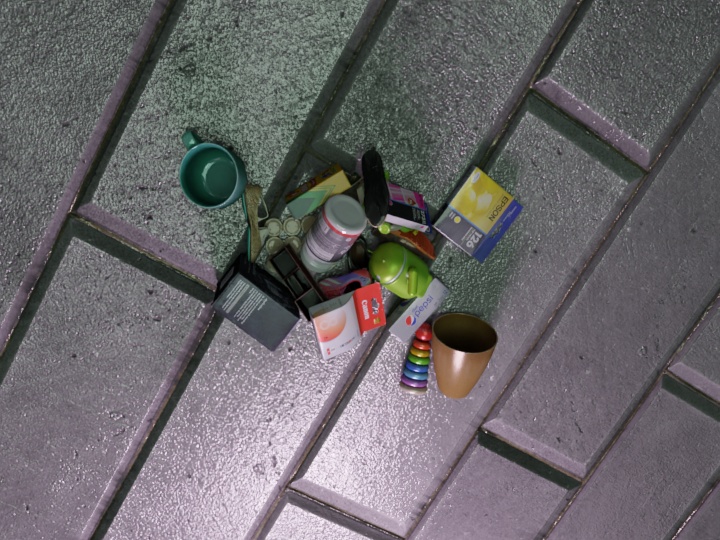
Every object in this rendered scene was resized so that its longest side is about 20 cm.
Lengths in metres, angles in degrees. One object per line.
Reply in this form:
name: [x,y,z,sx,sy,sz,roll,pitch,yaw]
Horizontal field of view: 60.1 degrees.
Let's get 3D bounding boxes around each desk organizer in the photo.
desk organizer: [-0.161,0.033,1.628,0.071,0.077,0.201,-35,92,4]

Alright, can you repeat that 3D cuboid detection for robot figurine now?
robot figurine: [0.103,0.000,1.652,0.199,0.175,0.117,31,89,-39]

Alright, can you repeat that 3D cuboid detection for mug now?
mug: [-0.357,-0.247,1.536,0.149,0.114,0.189,1,94,6]

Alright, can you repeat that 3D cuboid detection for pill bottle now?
pill bottle: [-0.074,-0.089,1.573,0.114,0.117,0.200,24,139,-14]

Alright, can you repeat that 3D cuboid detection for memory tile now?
memory tile: [-0.158,-0.072,1.675,0.196,0.017,0.156,-5,107,-8]

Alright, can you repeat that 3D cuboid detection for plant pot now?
plant pot: [0.280,0.257,1.764,0.182,0.187,0.203,1,119,-8]

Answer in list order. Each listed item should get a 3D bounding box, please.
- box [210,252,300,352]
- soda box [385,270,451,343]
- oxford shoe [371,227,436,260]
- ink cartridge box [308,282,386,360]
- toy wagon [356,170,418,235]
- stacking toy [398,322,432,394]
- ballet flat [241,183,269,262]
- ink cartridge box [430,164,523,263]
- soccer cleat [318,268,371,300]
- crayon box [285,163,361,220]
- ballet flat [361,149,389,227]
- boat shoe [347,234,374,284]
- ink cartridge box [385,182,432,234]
box: [-0.268,0.078,1.609,0.199,0.197,0.118,39,97,-17]
soda box: [0.159,0.102,1.748,0.068,0.064,0.201,38,98,-18]
oxford shoe: [0.119,-0.080,1.697,0.198,0.072,0.073,32,127,-18]
ink cartridge box: [-0.025,0.134,1.615,0.197,0.050,0.164,-19,132,-8]
toy wagon: [0.075,-0.162,1.620,0.200,0.156,0.039,44,136,-18]
stacking toy: [0.166,0.248,1.789,0.084,0.085,0.204,7,100,-10]
ballet flat: [-0.269,-0.123,1.610,0.064,0.070,0.204,-6,102,-15]
ink cartridge box: [0.326,-0.148,1.709,0.199,0.047,0.199,34,98,-14]
soccer cleat: [-0.058,0.052,1.666,0.197,0.077,0.067,-20,112,27]
crayon box: [-0.097,-0.210,1.586,0.198,0.127,0.051,-31,109,1]
ballet flat: [0.039,-0.202,1.538,0.065,0.057,0.204,-5,75,5]
boat shoe: [0.000,0.000,1.694,0.070,0.068,0.204,-12,109,-7]
ink cartridge box: [0.121,-0.161,1.611,0.198,0.096,0.037,13,150,-41]
